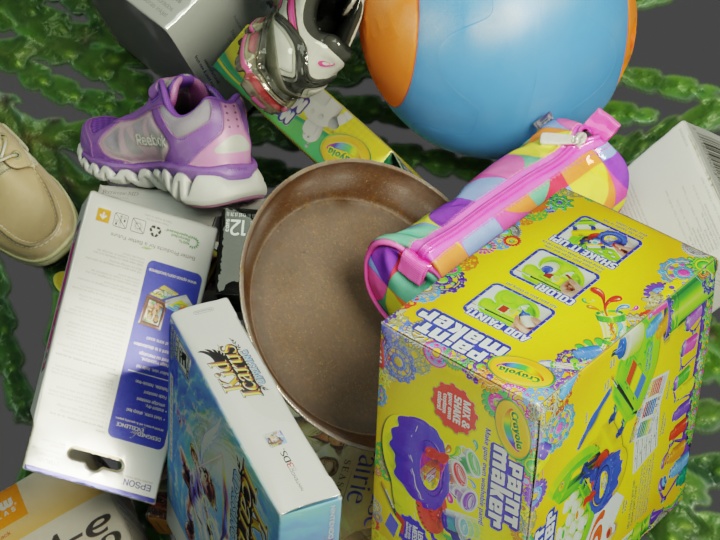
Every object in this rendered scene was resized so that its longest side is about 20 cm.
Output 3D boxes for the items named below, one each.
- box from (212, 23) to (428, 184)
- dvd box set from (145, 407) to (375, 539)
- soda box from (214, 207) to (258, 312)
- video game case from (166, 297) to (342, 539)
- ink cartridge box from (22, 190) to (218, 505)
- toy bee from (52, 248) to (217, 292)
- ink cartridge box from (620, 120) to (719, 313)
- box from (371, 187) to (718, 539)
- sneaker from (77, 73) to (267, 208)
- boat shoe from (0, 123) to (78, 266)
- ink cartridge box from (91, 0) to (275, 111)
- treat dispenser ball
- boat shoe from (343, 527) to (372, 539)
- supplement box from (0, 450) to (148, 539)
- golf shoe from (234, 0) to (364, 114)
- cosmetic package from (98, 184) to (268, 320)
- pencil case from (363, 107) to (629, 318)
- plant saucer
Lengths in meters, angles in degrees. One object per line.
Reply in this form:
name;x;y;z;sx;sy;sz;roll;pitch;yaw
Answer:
box;-0.011;-0.089;1.656;0.048;0.117;0.200;-50;57;1
dvd box set;-0.038;0.130;1.591;0.198;0.029;0.147;8;64;24
soda box;0.000;0.000;1.585;0.198;0.071;0.064;4;79;2
video game case;-0.072;0.152;1.444;0.045;0.201;0.182;-16;46;-21
ink cartridge box;-0.164;0.053;1.542;0.094;0.037;0.202;17;69;-14
toy bee;-0.166;0.063;1.600;0.130;0.109;0.202;13;88;11
ink cartridge box;0.183;0.002;1.562;0.200;0.050;0.110;-41;50;31
box;0.113;0.092;1.418;0.121;0.201;0.192;27;42;29
sneaker;-0.142;-0.105;1.697;0.080;0.089;0.199;-13;18;-37
boat shoe;-0.290;-0.080;1.780;0.072;0.065;0.200;-38;56;-5
ink cartridge box;-0.099;-0.246;1.763;0.200;0.145;0.145;-45;56;-11
treat dispenser ball;0.098;-0.181;1.623;0.199;0.201;0.202;-9;58;14
boat shoe;0.080;0.217;1.479;0.198;0.065;0.072;8;48;2
supplement box;-0.194;0.237;1.557;0.125;0.074;0.201;-30;55;0
golf shoe;-0.026;-0.199;1.610;0.092;0.073;0.201;-23;43;32
cosmetic package;-0.110;-0.012;1.687;0.198;0.051;0.083;5;62;22
pencil case;0.092;-0.030;1.491;0.088;0.089;0.200;30;50;31
plant saucer;0.004;0.026;1.491;0.034;0.199;0.202;-32;38;56
